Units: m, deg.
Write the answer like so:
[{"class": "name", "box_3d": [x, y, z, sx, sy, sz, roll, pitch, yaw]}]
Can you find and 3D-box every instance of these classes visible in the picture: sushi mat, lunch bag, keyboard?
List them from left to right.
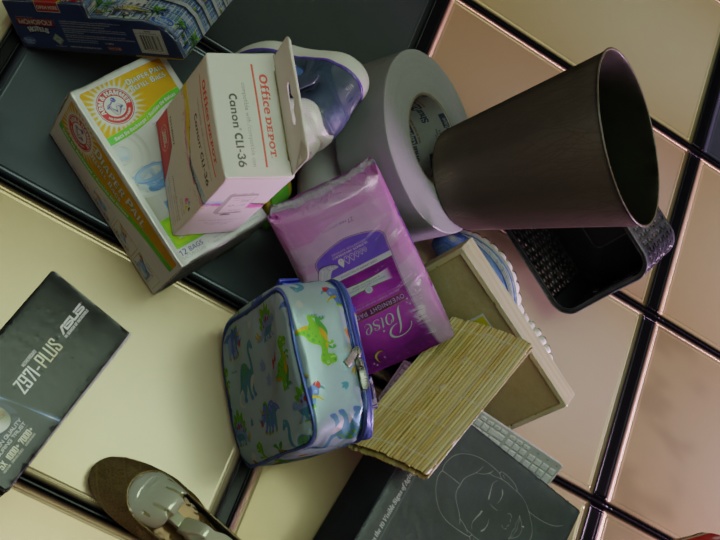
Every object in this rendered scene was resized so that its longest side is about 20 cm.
[{"class": "lunch bag", "box_3d": [-0.064, 0.097, 1.121, 0.082, 0.200, 0.161, -7, 77, -28]}, {"class": "sushi mat", "box_3d": [0.079, 0.119, 1.154, 0.200, 0.095, 0.012, -45, 139, -35]}, {"class": "keyboard", "box_3d": [0.115, 0.170, 1.244, 0.200, 0.011, 0.056, 34, 106, 1]}]

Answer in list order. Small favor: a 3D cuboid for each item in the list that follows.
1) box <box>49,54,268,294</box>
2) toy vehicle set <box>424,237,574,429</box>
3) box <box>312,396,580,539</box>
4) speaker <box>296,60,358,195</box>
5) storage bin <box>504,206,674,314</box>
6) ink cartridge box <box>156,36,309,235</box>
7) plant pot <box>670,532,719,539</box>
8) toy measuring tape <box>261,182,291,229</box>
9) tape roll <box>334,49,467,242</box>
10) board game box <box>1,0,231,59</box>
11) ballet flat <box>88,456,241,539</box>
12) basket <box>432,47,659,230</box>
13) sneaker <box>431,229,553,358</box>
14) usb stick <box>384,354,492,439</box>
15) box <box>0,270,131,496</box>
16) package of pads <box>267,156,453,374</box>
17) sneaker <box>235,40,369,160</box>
[{"class": "box", "box_3d": [-0.202, -0.097, 1.171, 0.112, 0.101, 0.200, -32, 90, -30]}, {"class": "toy vehicle set", "box_3d": [0.122, 0.078, 1.251, 0.200, 0.124, 0.027, 56, 38, -6]}, {"class": "box", "box_3d": [0.079, 0.269, 1.180, 0.196, 0.124, 0.200, 40, 61, -11]}, {"class": "speaker", "box_3d": [-0.030, -0.128, 1.275, 0.081, 0.081, 0.201, 5, 73, -24]}, {"class": "storage bin", "box_3d": [0.244, -0.070, 1.343, 0.094, 0.135, 0.200, -31, 89, -50]}, {"class": "ink cartridge box", "box_3d": [-0.117, -0.116, 1.044, 0.067, 0.200, 0.117, -4, 76, -27]}, {"class": "plant pot", "box_3d": [0.324, 0.376, 1.223, 0.200, 0.200, 0.183, -7, 75, -27]}, {"class": "toy measuring tape", "box_3d": [-0.130, -0.121, 1.231, 0.074, 0.074, 0.200, -41, 94, -29]}, {"class": "tape roll", "box_3d": [0.052, -0.131, 1.270, 0.200, 0.066, 0.201, 29, 55, -51]}, {"class": "board game box", "box_3d": [-0.222, -0.302, 1.200, 0.199, 0.062, 0.200, 9, 50, 24]}, {"class": "ballet flat", "box_3d": [-0.164, 0.239, 1.103, 0.200, 0.072, 0.068, 44, 61, -7]}, {"class": "basket", "box_3d": [0.186, -0.116, 1.221, 0.136, 0.199, 0.181, -6, 86, -55]}, {"class": "sneaker", "box_3d": [0.132, 0.047, 1.301, 0.089, 0.079, 0.201, -28, 88, -32]}, {"class": "usb stick", "box_3d": [0.069, 0.120, 1.264, 0.200, 0.055, 0.033, 51, 24, -3]}, {"class": "box", "box_3d": [-0.298, 0.110, 1.005, 0.086, 0.200, 0.164, 40, 62, -9]}, {"class": "package of pads", "box_3d": [0.000, 0.000, 1.177, 0.120, 0.076, 0.201, -25, 109, 2]}, {"class": "sneaker", "box_3d": [-0.100, -0.159, 1.188, 0.147, 0.199, 0.081, -51, 133, -33]}]
